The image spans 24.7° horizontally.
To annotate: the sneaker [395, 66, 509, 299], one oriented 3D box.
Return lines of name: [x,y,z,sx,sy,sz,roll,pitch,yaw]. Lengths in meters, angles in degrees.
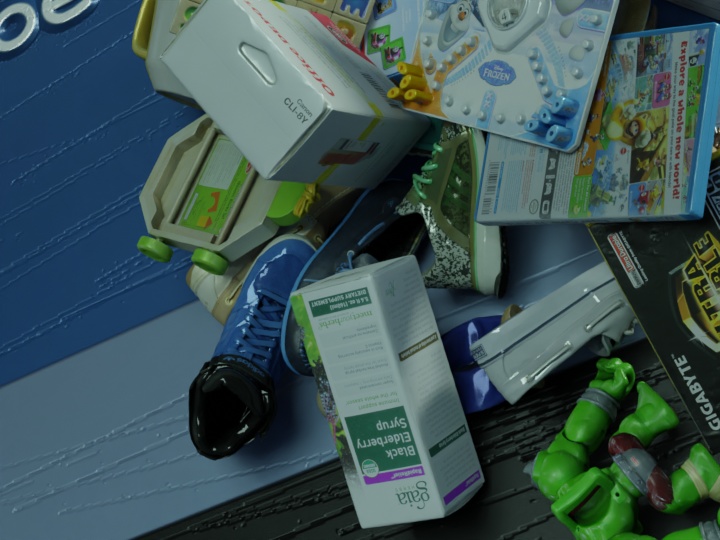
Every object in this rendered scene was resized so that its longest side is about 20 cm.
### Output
sneaker: [0.069,-0.071,1.358,0.088,0.077,0.200,-7,93,8]

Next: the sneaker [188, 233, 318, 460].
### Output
sneaker: [-0.087,0.068,1.391,0.077,0.111,0.200,28,99,-8]

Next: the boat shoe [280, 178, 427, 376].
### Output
boat shoe: [0.000,0.000,1.388,0.069,0.084,0.200,7,63,43]

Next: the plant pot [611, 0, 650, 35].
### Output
plant pot: [0.166,-0.163,1.342,0.200,0.027,0.200,-54,17,24]

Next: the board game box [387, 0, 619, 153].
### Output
board game box: [0.114,-0.208,1.273,0.200,0.026,0.200,21,99,47]

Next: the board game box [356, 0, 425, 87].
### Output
board game box: [0.058,-0.244,1.490,0.200,0.037,0.151,-16,63,32]

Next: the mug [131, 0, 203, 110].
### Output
mug: [-0.135,-0.229,1.561,0.149,0.187,0.153,18,88,-11]

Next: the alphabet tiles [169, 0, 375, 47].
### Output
alphabet tiles: [-0.072,-0.249,1.475,0.166,0.006,0.200,20,95,-5]

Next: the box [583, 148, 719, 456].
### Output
box: [0.284,0.013,1.213,0.160,0.049,0.200,-29,88,19]

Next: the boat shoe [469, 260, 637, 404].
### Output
boat shoe: [0.182,0.037,1.290,0.200,0.074,0.065,-31,85,-11]

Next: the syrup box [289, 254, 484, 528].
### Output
syrup box: [0.023,0.097,1.302,0.079,0.081,0.200,-14,95,31]

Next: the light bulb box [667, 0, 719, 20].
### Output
light bulb box: [0.249,-0.312,1.326,0.198,0.200,0.125,28,86,33]

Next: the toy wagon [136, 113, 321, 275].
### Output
toy wagon: [-0.109,-0.070,1.442,0.200,0.040,0.155,13,72,38]

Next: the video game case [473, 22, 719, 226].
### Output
video game case: [0.176,-0.105,1.227,0.200,0.018,0.143,0,75,45]

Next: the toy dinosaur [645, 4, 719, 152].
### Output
toy dinosaur: [0.247,-0.124,1.321,0.086,0.135,0.200,-50,19,36]

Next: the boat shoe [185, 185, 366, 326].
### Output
boat shoe: [-0.059,-0.022,1.463,0.200,0.074,0.069,-37,72,10]

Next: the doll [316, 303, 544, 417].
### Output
doll: [0.051,0.085,1.367,0.200,0.048,0.137,-20,69,28]

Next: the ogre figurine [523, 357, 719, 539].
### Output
ogre figurine: [0.202,0.160,1.228,0.120,0.098,0.200,-36,66,0]

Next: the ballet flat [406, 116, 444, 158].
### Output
ballet flat: [0.026,-0.132,1.453,0.200,0.072,0.072,15,78,24]

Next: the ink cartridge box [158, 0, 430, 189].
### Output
ink cartridge box: [-0.050,-0.146,1.341,0.083,0.200,0.145,-47,72,17]
